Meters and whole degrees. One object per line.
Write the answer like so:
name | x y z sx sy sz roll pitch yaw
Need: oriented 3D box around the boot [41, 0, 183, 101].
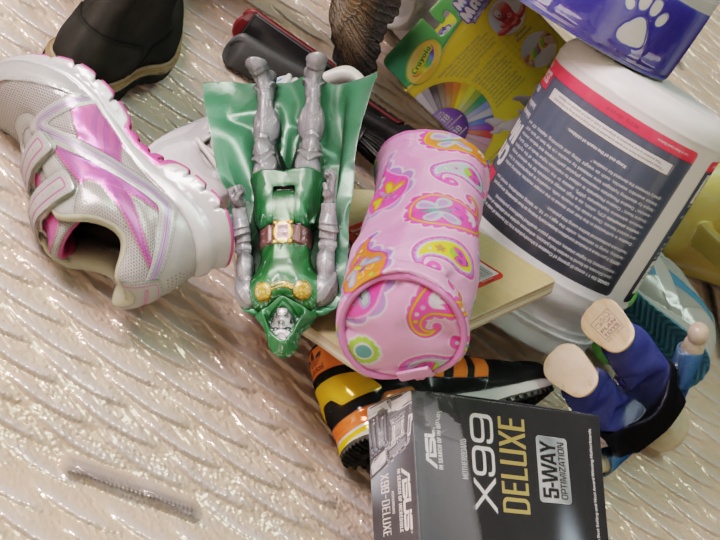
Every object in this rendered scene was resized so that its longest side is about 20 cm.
boot | -0.138 -0.197 1.114 0.077 0.139 0.201 32 29 -9

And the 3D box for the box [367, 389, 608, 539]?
box | 0.083 0.182 1.003 0.157 0.050 0.202 12 67 -35

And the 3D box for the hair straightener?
hair straightener | -0.022 -0.115 1.243 0.199 0.041 0.077 37 39 -16

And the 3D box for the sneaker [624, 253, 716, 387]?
sneaker | 0.205 0.004 1.306 0.200 0.076 0.081 49 31 -5

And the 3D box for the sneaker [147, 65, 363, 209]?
sneaker | -0.074 -0.094 1.114 0.199 0.087 0.075 -32 81 -37

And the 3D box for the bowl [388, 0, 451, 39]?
bowl | 0.055 -0.253 1.329 0.090 0.201 0.202 -22 70 -27

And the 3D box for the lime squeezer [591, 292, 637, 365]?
lime squeezer | 0.211 0.033 1.247 0.038 0.070 0.202 -36 125 -60

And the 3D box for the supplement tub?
supplement tub | 0.160 -0.052 1.182 0.139 0.201 0.141 29 15 -9

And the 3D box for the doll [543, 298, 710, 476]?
doll | 0.201 0.087 1.175 0.048 0.137 0.200 39 -2 35

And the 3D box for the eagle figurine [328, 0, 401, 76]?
eagle figurine | -0.015 -0.243 1.220 0.150 0.200 0.152 11 42 -49

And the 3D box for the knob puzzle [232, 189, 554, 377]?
knob puzzle | 0.000 0.000 1.106 0.217 0.031 0.220 5 32 -3

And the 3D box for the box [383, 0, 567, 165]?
box | 0.116 -0.142 1.281 0.200 0.117 0.048 41 9 -29

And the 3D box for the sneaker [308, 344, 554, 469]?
sneaker | 0.050 0.069 1.104 0.199 0.070 0.091 -9 65 -43

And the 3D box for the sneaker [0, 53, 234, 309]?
sneaker | -0.174 -0.055 1.011 0.200 0.082 0.088 40 57 16

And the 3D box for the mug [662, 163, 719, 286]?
mug | 0.300 -0.058 1.370 0.152 0.186 0.151 6 88 -27

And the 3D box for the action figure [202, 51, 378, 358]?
action figure | -0.046 -0.040 1.031 0.117 0.055 0.202 -5 67 9

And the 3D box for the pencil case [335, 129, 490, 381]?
pencil case | 0.037 -0.013 1.028 0.087 0.088 0.201 34 29 -12

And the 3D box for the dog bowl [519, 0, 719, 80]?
dog bowl | 0.157 -0.221 1.167 0.199 0.079 0.200 30 16 -9
